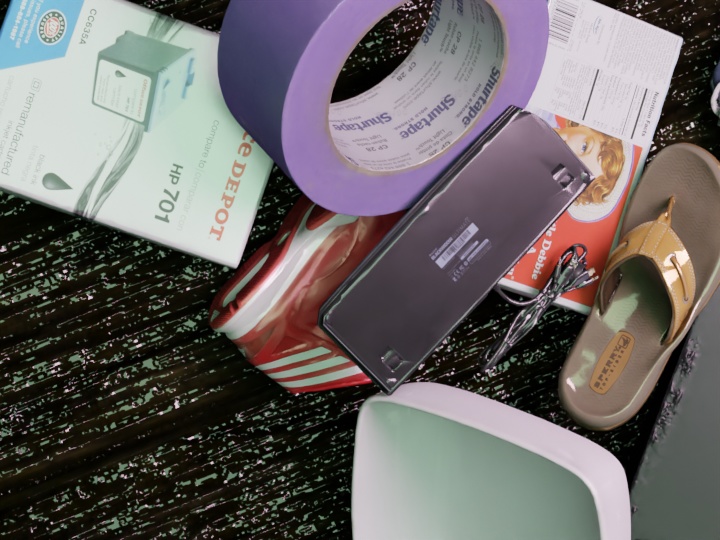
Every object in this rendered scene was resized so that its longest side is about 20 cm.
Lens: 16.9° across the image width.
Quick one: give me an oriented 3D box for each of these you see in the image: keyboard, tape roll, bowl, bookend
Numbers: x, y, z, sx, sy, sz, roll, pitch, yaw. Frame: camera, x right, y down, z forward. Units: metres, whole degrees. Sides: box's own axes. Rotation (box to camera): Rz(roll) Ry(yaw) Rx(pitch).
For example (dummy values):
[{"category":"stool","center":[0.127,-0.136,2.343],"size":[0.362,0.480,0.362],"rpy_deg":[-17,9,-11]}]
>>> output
[{"category":"keyboard","center":[0.076,0.000,1.577],"size":[0.200,0.021,0.127],"rpy_deg":[-46,108,-5]},{"category":"tape roll","center":[0.015,-0.139,1.532],"size":[0.200,0.200,0.085],"rpy_deg":[-39,50,-3]},{"category":"bowl","center":[0.094,0.172,1.602],"size":[0.199,0.075,0.201],"rpy_deg":[20,125,31]},{"category":"bookend","center":[0.290,0.132,1.647],"size":[0.199,0.092,0.200],"rpy_deg":[20,89,3]}]

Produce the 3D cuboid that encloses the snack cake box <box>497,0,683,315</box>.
[{"category":"snack cake box","center":[0.128,-0.083,1.638],"size":[0.115,0.067,0.201],"rpy_deg":[18,90,-30]}]

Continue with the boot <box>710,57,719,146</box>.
[{"category":"boot","center":[0.269,-0.096,1.674],"size":[0.090,0.073,0.200],"rpy_deg":[32,80,2]}]

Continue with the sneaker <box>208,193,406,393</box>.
[{"category":"sneaker","center":[0.000,0.000,1.656],"size":[0.200,0.078,0.116],"rpy_deg":[-43,110,-1]}]

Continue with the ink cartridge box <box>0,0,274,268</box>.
[{"category":"ink cartridge box","center":[-0.153,-0.101,1.621],"size":[0.199,0.086,0.147],"rpy_deg":[19,89,-4]}]

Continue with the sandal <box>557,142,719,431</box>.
[{"category":"sandal","center":[0.186,0.011,1.597],"size":[0.080,0.054,0.201],"rpy_deg":[26,90,24]}]
